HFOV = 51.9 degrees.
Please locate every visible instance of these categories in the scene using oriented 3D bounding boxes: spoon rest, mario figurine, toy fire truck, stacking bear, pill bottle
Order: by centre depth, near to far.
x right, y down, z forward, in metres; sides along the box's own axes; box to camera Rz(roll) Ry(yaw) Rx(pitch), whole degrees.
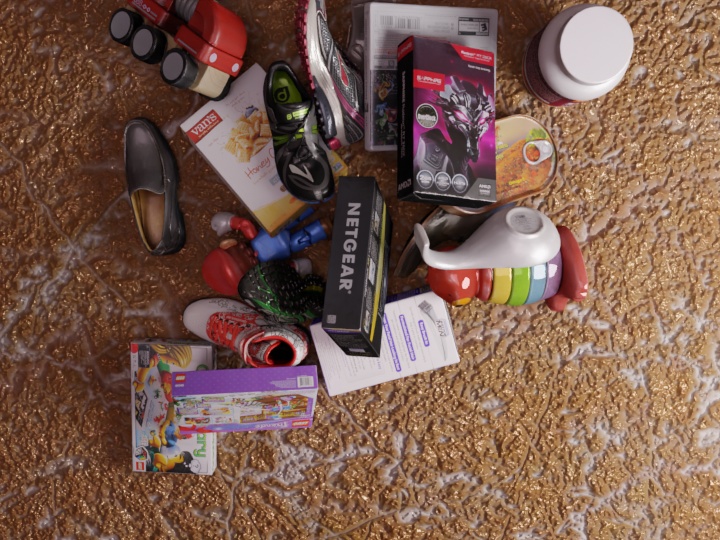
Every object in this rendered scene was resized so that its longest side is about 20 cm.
[{"bbox_3d":[0.273,-0.270,0.938,0.111,0.200,0.115,1,99,4],"label":"pill bottle"},{"bbox_3d":[0.162,-0.038,0.952,0.197,0.100,0.061,-6,139,-14],"label":"spoon rest"},{"bbox_3d":[-0.208,-0.352,0.989,0.175,0.128,0.202,39,106,23],"label":"toy fire truck"},{"bbox_3d":[0.188,0.001,1.010,0.196,0.122,0.116,-5,77,-8],"label":"stacking bear"},{"bbox_3d":[-0.140,-0.038,1.075,0.198,0.106,0.124,-30,60,-3],"label":"mario figurine"}]

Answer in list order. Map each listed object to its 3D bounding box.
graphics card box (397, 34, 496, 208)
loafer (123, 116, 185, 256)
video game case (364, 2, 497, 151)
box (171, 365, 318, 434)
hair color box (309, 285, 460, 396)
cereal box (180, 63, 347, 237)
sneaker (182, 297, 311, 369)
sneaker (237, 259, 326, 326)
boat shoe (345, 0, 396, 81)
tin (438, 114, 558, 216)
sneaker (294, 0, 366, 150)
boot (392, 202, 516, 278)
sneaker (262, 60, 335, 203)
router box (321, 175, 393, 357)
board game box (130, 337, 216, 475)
[{"bbox_3d":[0.108,-0.185,0.937,0.124,0.051,0.204,5,83,-24],"label":"graphics card box"},{"bbox_3d":[-0.300,-0.120,1.061,0.072,0.072,0.203,-14,96,7],"label":"loafer"},{"bbox_3d":[0.096,-0.256,0.990,0.197,0.023,0.185,-7,104,-26],"label":"video game case"},{"bbox_3d":[-0.162,0.185,1.050,0.196,0.138,0.040,-1,56,-10],"label":"box"},{"bbox_3d":[0.036,0.099,1.077,0.197,0.065,0.111,-15,96,7],"label":"hair color box"},{"bbox_3d":[-0.133,-0.167,1.025,0.144,0.040,0.200,-41,84,-9],"label":"cereal box"},{"bbox_3d":[-0.171,0.091,1.065,0.198,0.108,0.068,16,99,1],"label":"sneaker"},{"bbox_3d":[-0.111,0.045,1.014,0.084,0.200,0.079,-26,70,17],"label":"sneaker"},{"bbox_3d":[0.015,-0.309,1.014,0.074,0.072,0.203,10,118,-1],"label":"boat shoe"},{"bbox_3d":[0.179,-0.143,1.005,0.197,0.042,0.114,-18,94,-21],"label":"tin"},{"bbox_3d":[-0.037,-0.264,0.968,0.074,0.081,0.203,-18,115,-7],"label":"sneaker"},{"bbox_3d":[0.131,-0.054,1.041,0.096,0.075,0.201,35,94,-2],"label":"boot"},{"bbox_3d":[-0.087,-0.181,0.967,0.070,0.083,0.203,-17,79,-6],"label":"sneaker"},{"bbox_3d":[0.000,0.000,0.979,0.051,0.157,0.203,2,72,12],"label":"router box"},{"bbox_3d":[-0.283,0.207,1.126,0.124,0.035,0.204,2,98,2],"label":"board game box"}]
